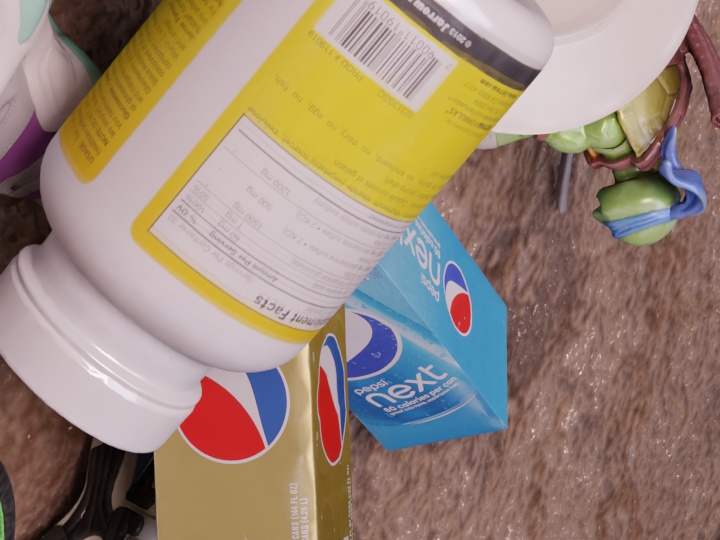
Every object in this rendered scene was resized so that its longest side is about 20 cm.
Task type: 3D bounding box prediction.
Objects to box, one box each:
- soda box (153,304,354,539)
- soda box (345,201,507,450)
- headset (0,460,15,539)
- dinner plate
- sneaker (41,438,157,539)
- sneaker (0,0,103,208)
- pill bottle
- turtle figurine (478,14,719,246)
[{"bbox_3d":[-0.042,0.015,0.882,0.068,0.063,0.202,-9,96,-78],"label":"soda box"},{"bbox_3d":[0.000,0.000,1.012,0.200,0.064,0.068,51,34,-49],"label":"soda box"},{"bbox_3d":[-0.184,0.126,0.847,0.200,0.093,0.125,-12,117,-60],"label":"headset"},{"bbox_3d":[0.060,-0.155,0.956,0.199,0.024,0.202,5,77,-21],"label":"dinner plate"},{"bbox_3d":[-0.087,0.131,0.969,0.089,0.078,0.201,41,76,-49],"label":"sneaker"},{"bbox_3d":[-0.162,-0.054,0.811,0.139,0.078,0.201,-35,145,-12],"label":"sneaker"},{"bbox_3d":[-0.036,-0.039,0.784,0.200,0.112,0.112,-49,145,13],"label":"pill bottle"},{"bbox_3d":[0.073,-0.106,1.059,0.143,0.200,0.196,-9,96,-24],"label":"turtle figurine"}]
